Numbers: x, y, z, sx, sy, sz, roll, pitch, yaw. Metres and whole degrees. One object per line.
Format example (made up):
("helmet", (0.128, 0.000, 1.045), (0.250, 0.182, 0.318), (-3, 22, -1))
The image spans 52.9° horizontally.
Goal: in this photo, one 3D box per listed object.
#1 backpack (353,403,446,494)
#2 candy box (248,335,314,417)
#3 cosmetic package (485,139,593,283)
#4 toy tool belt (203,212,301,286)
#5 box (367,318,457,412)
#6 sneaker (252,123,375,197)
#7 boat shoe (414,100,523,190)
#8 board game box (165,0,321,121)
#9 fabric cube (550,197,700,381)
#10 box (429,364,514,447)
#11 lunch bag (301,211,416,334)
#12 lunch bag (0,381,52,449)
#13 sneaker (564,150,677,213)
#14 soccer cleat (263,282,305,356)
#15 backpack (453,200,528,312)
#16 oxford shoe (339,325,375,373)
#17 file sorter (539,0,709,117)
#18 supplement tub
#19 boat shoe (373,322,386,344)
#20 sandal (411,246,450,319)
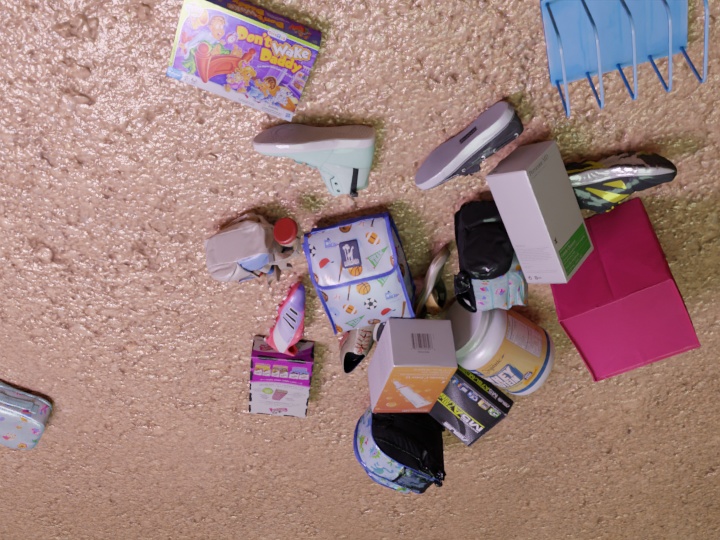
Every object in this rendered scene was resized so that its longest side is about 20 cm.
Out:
("backpack", (0.079, 0.399, 1.644), (0.197, 0.185, 0.147), (28, 128, -17))
("candy box", (-0.174, 0.235, 1.576), (0.133, 0.062, 0.203), (6, 133, -5))
("cosmetic package", (0.290, -0.092, 1.166), (0.084, 0.107, 0.203), (0, 124, 48))
("toy tool belt", (-0.173, -0.039, 1.294), (0.196, 0.128, 0.122), (-17, 163, 21))
("box", (0.093, 0.183, 1.366), (0.121, 0.099, 0.201), (2, 146, -11))
("sneaker", (-0.075, -0.169, 1.172), (0.195, 0.074, 0.120), (0, 128, -3))
("boat shoe", (0.177, -0.187, 1.165), (0.066, 0.071, 0.199), (37, 117, -28))
("board game box", (-0.171, -0.317, 1.057), (0.196, 0.045, 0.135), (17, 132, -15))
("fabric cube", (0.451, 0.037, 1.277), (0.197, 0.202, 0.197), (-23, 131, 22))
("box", (0.197, 0.262, 1.518), (0.199, 0.048, 0.194), (39, 143, 6))
("lunch bag", (0.000, 0.000, 1.308), (0.166, 0.125, 0.203), (-12, 122, 10))
("lunch bag", (-0.819, 0.331, 1.672), (0.197, 0.078, 0.161), (25, 128, -22))
("sneaker", (0.414, -0.140, 1.188), (0.196, 0.075, 0.086), (-4, 118, 18))
("soccer cleat", (-0.134, 0.098, 1.434), (0.075, 0.067, 0.201), (29, 136, 0))
("backpack", (0.231, -0.006, 1.272), (0.124, 0.170, 0.201), (-1, 148, 16))
("oxford shoe", (0.010, 0.131, 1.461), (0.069, 0.076, 0.202), (14, 131, -11))
("file sorter", (0.363, -0.313, 0.996), (0.196, 0.124, 0.140), (-12, 133, 12))
("supplement tub", (0.267, 0.143, 1.419), (0.198, 0.147, 0.145), (28, 129, -24))
("boat shoe", (0.068, 0.134, 1.441), (0.067, 0.072, 0.201), (26, 154, 21))
("sandal", (0.141, 0.045, 1.370), (0.053, 0.081, 0.203), (25, 129, 9))
